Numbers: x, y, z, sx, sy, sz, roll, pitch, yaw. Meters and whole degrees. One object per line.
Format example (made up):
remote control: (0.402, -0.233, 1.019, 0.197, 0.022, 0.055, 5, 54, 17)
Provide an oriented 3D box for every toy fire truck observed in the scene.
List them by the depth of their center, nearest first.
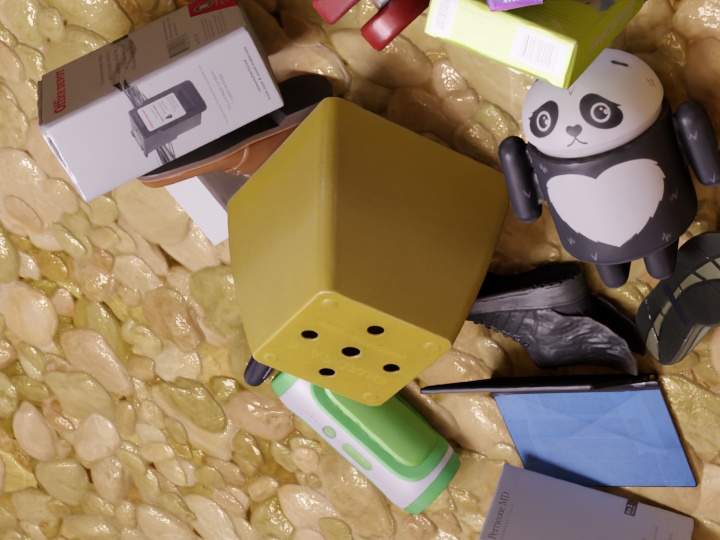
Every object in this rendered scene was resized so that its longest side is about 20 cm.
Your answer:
toy fire truck: (0.047, -0.274, 1.505, 0.112, 0.200, 0.168, 47, 140, -3)

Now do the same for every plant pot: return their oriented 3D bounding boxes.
plant pot: (0.000, 0.000, 1.724, 0.199, 0.177, 0.200, 23, 141, -22)

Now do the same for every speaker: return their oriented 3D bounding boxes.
speaker: (0.005, 0.154, 1.961, 0.200, 0.089, 0.088, 42, 136, -3)

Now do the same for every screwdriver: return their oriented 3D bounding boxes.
screwdriver: (-0.075, 0.061, 1.982, 0.029, 0.028, 0.200, 16, 140, -21)

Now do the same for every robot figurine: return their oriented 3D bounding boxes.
robot figurine: (0.208, -0.085, 1.602, 0.125, 0.150, 0.201, 38, 153, 59)

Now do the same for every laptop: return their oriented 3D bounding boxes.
laptop: (0.189, 0.157, 1.827, 0.186, 0.199, 0.117, -5, 88, 35)

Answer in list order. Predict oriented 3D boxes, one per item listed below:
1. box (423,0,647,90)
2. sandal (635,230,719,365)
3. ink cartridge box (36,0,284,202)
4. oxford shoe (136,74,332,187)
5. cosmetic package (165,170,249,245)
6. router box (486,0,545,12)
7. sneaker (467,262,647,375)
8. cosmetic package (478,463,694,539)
box: (0.144, -0.213, 1.492, 0.121, 0.200, 0.048, 24, 125, 15)
sandal: (0.301, 0.019, 1.680, 0.080, 0.057, 0.201, 67, 157, 14)
ink cartridge box: (-0.180, -0.159, 1.719, 0.199, 0.145, 0.084, -26, 115, 2)
oxford shoe: (-0.112, -0.109, 1.763, 0.071, 0.199, 0.072, -123, 18, -46)
cosmetic package: (-0.172, -0.128, 1.850, 0.051, 0.083, 0.200, -29, 106, 44)
router box: (0.126, -0.304, 1.422, 0.051, 0.200, 0.150, -5, 122, 35)
sneaker: (0.159, 0.052, 1.794, 0.199, 0.060, 0.105, -7, 117, 31)
cosmetic package: (0.215, 0.277, 1.885, 0.199, 0.113, 0.081, 16, 133, 6)
